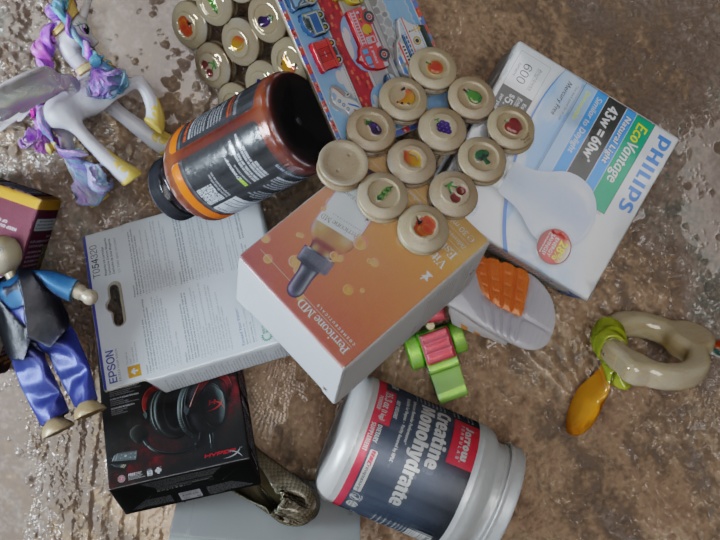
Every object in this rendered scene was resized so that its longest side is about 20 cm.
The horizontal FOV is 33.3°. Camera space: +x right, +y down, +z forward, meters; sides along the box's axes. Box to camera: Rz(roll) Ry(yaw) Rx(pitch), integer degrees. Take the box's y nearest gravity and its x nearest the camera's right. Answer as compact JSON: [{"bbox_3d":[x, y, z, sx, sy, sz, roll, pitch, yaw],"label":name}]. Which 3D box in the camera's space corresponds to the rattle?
[{"bbox_3d":[0.343,0.122,1.339,0.198,0.130,0.145,-3,106,-29],"label":"rattle"}]

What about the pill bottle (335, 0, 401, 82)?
[{"bbox_3d":[-0.010,-0.233,1.275,0.113,0.114,0.202,-29,95,-1],"label":"pill bottle"}]

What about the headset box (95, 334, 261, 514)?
[{"bbox_3d":[-0.194,0.136,1.268,0.147,0.075,0.202,-11,59,-1],"label":"headset box"}]

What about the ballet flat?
[{"bbox_3d":[-0.130,0.213,1.287,0.199,0.046,0.068,30,110,26],"label":"ballet flat"}]

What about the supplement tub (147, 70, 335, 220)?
[{"bbox_3d":[-0.127,-0.117,1.223,0.199,0.107,0.108,-22,95,36],"label":"supplement tub"}]

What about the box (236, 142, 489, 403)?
[{"bbox_3d":[0.000,0.000,1.181,0.200,0.107,0.152,-40,77,-21],"label":"box"}]

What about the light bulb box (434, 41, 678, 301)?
[{"bbox_3d":[0.196,-0.102,1.289,0.199,0.125,0.200,29,91,-3],"label":"light bulb box"}]

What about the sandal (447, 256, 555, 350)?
[{"bbox_3d":[0.110,0.020,1.279,0.205,0.059,0.080,27,68,3],"label":"sandal"}]

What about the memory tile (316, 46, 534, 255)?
[{"bbox_3d":[0.065,-0.121,1.174,0.153,0.017,0.200,39,66,8],"label":"memory tile"}]

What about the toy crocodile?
[{"bbox_3d":[0.075,0.047,1.321,0.067,0.062,0.203,-14,94,-2],"label":"toy crocodile"}]

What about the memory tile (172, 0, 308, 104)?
[{"bbox_3d":[-0.113,-0.217,1.264,0.153,0.017,0.201,-27,94,43],"label":"memory tile"}]

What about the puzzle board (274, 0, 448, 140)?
[{"bbox_3d":[0.006,-0.231,1.210,0.150,0.017,0.202,-24,92,-25],"label":"puzzle board"}]

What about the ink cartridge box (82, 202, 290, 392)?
[{"bbox_3d":[-0.182,0.024,1.267,0.198,0.043,0.198,-16,58,0],"label":"ink cartridge box"}]

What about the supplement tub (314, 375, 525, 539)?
[{"bbox_3d":[0.062,0.211,1.290,0.198,0.140,0.142,23,92,-4],"label":"supplement tub"}]

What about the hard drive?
[{"bbox_3d":[-0.099,0.266,1.290,0.197,0.132,0.027,7,116,-3],"label":"hard drive"}]

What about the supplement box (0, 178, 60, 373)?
[{"bbox_3d":[-0.393,0.007,1.269,0.085,0.110,0.202,18,92,-4],"label":"supplement box"}]

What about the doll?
[{"bbox_3d":[-0.317,0.057,1.192,0.135,0.048,0.202,-28,85,11],"label":"doll"}]

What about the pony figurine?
[{"bbox_3d":[-0.307,-0.170,1.257,0.193,0.166,0.201,-39,103,-16],"label":"pony figurine"}]
